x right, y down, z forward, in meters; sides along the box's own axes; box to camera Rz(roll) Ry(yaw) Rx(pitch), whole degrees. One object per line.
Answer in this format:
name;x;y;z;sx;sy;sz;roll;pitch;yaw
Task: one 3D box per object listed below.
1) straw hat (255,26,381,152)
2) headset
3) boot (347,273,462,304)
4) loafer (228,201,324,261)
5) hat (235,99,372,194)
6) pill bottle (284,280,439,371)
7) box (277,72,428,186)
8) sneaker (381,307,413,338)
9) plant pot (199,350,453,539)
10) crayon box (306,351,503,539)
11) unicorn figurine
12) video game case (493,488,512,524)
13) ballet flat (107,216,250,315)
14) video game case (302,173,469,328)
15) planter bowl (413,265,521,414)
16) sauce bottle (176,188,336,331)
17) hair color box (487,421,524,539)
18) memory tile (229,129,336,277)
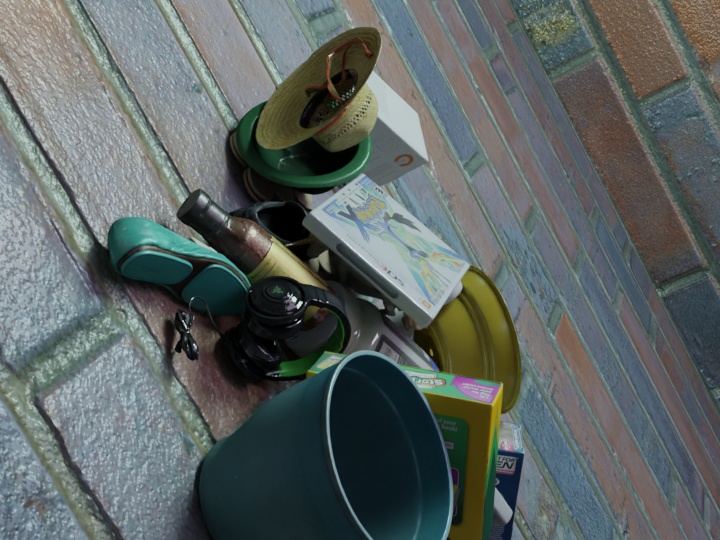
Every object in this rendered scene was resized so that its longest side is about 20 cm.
straw hat;-0.026;-0.198;1.303;0.085;0.201;0.201;45;32;-33
headset;-0.101;0.071;1.117;0.200;0.124;0.094;13;35;-29
boot;0.038;-0.009;1.382;0.074;0.200;0.096;-49;125;-28
loafer;-0.085;-0.049;1.270;0.200;0.070;0.068;-2;70;-56
hat;-0.073;-0.117;1.406;0.200;0.176;0.166;-11;55;-21
pill bottle;0.001;0.104;1.286;0.200;0.114;0.114;44;32;-38
box;-0.010;-0.213;1.539;0.200;0.124;0.098;35;38;-48
sneaker;0.090;0.064;1.545;0.073;0.071;0.200;65;25;1
plant pot;-0.043;0.201;1.015;0.200;0.188;0.200;37;41;-41
crayon box;0.043;0.189;1.116;0.058;0.200;0.173;-41;137;-63
unicorn figurine;0.000;0.000;1.300;0.200;0.137;0.074;18;62;-6
video game case;0.058;0.215;1.229;0.024;0.182;0.200;-49;115;-34
ballet flat;-0.184;-0.011;1.091;0.200;0.067;0.070;28;29;-55
video game case;0.037;-0.030;1.257;0.182;0.022;0.200;41;25;2
planter bowl;0.124;0.099;1.378;0.083;0.200;0.201;-12;74;-20
sauce bottle;-0.115;-0.013;1.168;0.200;0.066;0.066;42;32;-22
hair color box;0.164;0.301;1.347;0.100;0.060;0.200;-70;166;-76
memory tile;-0.099;-0.085;1.378;0.153;0.017;0.200;-1;67;-63
